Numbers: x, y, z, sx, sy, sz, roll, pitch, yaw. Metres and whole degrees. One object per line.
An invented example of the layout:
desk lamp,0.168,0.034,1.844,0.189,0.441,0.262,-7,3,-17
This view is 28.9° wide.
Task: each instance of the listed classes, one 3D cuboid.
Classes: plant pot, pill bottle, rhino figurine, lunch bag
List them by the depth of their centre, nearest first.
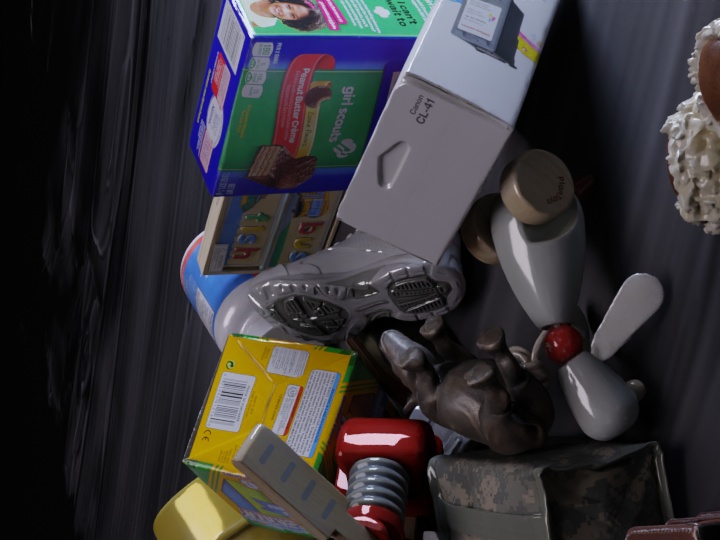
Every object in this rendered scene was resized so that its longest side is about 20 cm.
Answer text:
lunch bag,0.136,0.221,0.964,0.164,0.117,0.201,171,90,-67
rhino figurine,0.066,0.081,0.996,0.088,0.060,0.200,54,161,-22
plant pot,-0.072,0.283,1.345,0.189,0.200,0.201,60,146,20
pill bottle,-0.111,0.038,1.474,0.200,0.112,0.113,48,135,52

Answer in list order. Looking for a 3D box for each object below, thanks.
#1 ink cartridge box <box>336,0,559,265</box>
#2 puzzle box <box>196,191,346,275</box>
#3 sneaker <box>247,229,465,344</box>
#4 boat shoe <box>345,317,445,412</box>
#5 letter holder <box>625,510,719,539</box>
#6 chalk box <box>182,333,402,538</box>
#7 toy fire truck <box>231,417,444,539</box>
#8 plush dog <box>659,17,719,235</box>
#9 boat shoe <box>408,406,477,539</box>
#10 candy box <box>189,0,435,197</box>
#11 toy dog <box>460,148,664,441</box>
ink cartridge box,0.068,-0.125,0.990,0.148,0.085,0.200,116,177,-46
puzzle box,-0.076,-0.072,1.361,0.200,0.132,0.025,111,146,-43
sneaker,0.000,0.000,1.196,0.100,0.199,0.078,-78,-28,-44
boat shoe,0.016,0.056,1.249,0.200,0.075,0.074,-124,25,-49
letter holder,0.213,0.245,0.818,0.142,0.100,0.201,152,112,-65
chalk box,-0.043,0.157,1.204,0.200,0.123,0.125,55,-133,-56
toy fire truck,-0.005,0.166,1.008,0.176,0.128,0.201,-78,-15,-44
plush dog,0.255,-0.050,0.688,0.200,0.160,0.172,73,171,-76
boat shoe,0.054,0.213,1.161,0.086,0.075,0.203,23,92,18
candy box,-0.026,-0.147,1.164,0.169,0.199,0.077,110,145,-43
toy dog,0.150,0.008,0.967,0.132,0.096,0.201,5,112,62
